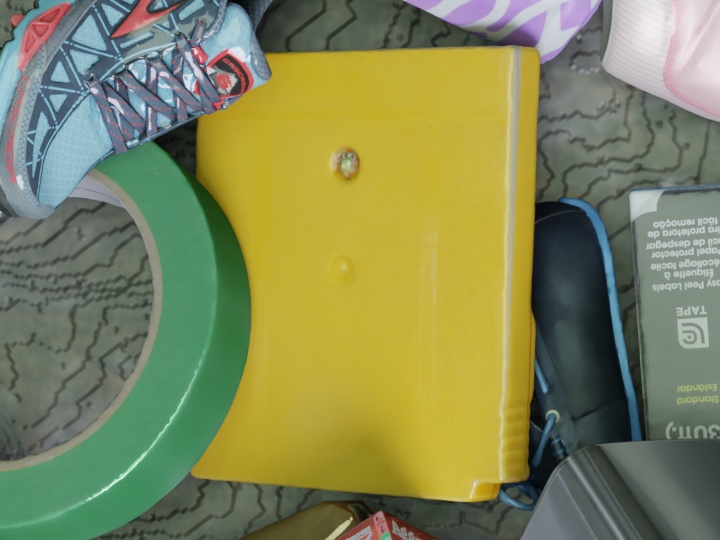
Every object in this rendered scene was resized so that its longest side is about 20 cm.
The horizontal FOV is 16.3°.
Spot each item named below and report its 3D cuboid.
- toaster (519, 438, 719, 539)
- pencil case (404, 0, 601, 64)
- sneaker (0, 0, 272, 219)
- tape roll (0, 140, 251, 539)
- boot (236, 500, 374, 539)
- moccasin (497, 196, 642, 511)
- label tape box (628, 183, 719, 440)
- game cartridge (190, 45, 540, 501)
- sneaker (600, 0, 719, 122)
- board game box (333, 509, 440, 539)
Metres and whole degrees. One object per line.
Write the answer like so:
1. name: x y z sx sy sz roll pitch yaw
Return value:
1. toaster: 0.150 0.167 1.043 0.180 0.119 0.200 3 125 -30
2. pencil case: 0.021 -0.164 1.093 0.199 0.086 0.084 24 129 -25
3. sneaker: -0.089 -0.101 1.107 0.095 0.079 0.200 26 72 24
4. tape roll: -0.151 0.024 1.149 0.200 0.048 0.201 -6 72 17
5. boot: -0.089 0.147 1.129 0.199 0.175 0.066 -23 53 9
6. moccasin: 0.090 0.070 1.144 0.068 0.080 0.201 -8 75 -2
7. label tape box: 0.200 0.058 1.130 0.144 0.063 0.201 -4 89 7
8. game cartridge: 0.000 0.000 1.138 0.176 0.032 0.201 2 92 34
9. sneaker: 0.164 -0.169 1.129 0.104 0.075 0.201 16 96 2
10. board game box: -0.036 0.178 1.120 0.200 0.103 0.019 -34 52 21
